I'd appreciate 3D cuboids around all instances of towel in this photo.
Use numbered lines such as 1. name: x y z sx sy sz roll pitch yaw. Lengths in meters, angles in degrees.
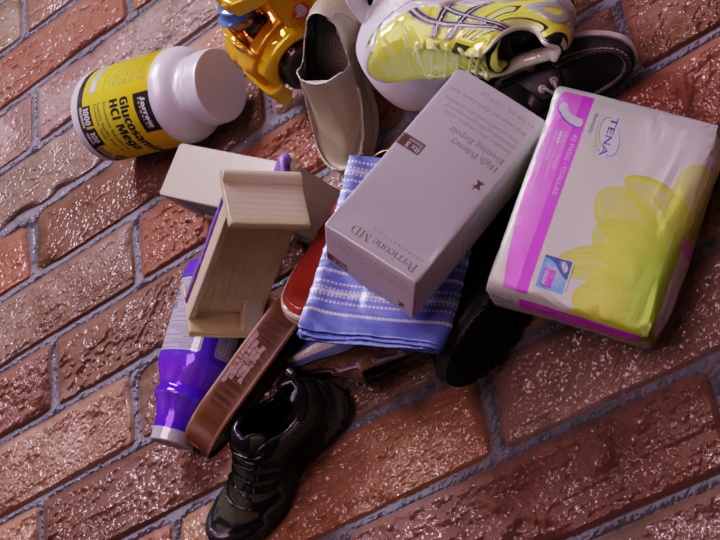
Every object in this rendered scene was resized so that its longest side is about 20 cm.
1. towel: 0.030 -0.018 1.461 0.144 0.024 0.200 4 62 22

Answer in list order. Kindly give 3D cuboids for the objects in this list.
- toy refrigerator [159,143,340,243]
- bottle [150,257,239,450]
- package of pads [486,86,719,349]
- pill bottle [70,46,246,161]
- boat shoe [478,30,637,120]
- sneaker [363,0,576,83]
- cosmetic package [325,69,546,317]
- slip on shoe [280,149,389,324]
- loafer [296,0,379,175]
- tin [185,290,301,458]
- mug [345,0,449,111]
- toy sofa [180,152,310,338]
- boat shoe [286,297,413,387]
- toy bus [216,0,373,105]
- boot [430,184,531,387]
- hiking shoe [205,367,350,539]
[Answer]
1. toy refrigerator: -0.121 -0.080 1.736 0.200 0.076 0.070 13 79 44
2. bottle: -0.171 0.088 1.703 0.083 0.065 0.201 -3 67 49
3. package of pads: 0.213 -0.046 1.382 0.154 0.068 0.201 17 80 17
4. pill bottle: -0.231 -0.196 1.868 0.200 0.112 0.113 -9 63 40
5. boat shoe: 0.160 -0.164 1.499 0.199 0.074 0.060 -13 36 20
6. sneaker: 0.096 -0.208 1.464 0.199 0.076 0.077 -13 37 17
7. cosmetic package: 0.067 -0.069 1.420 0.102 0.074 0.200 33 67 15
8. slip on shoe: -0.012 -0.035 1.541 0.074 0.061 0.200 29 74 31
9. loafer: -0.030 -0.190 1.652 0.076 0.068 0.201 9 114 34
10. tin: -0.102 0.095 1.591 0.042 0.112 0.200 35 87 11
11. mug: 0.068 -0.259 1.569 0.175 0.200 0.148 -39 22 27
12. toy sofa: -0.118 -0.026 1.589 0.200 0.083 0.098 116 149 -50
13. boat shoe: -0.005 0.076 1.542 0.072 0.072 0.200 -49 10 -27
14. toy bus: -0.094 -0.301 1.687 0.200 0.192 0.136 -52 46 11
15. boot: 0.091 -0.006 1.499 0.158 0.079 0.211 24 76 39
16. hiking shoe: -0.103 0.178 1.569 0.200 0.101 0.076 -55 43 6
